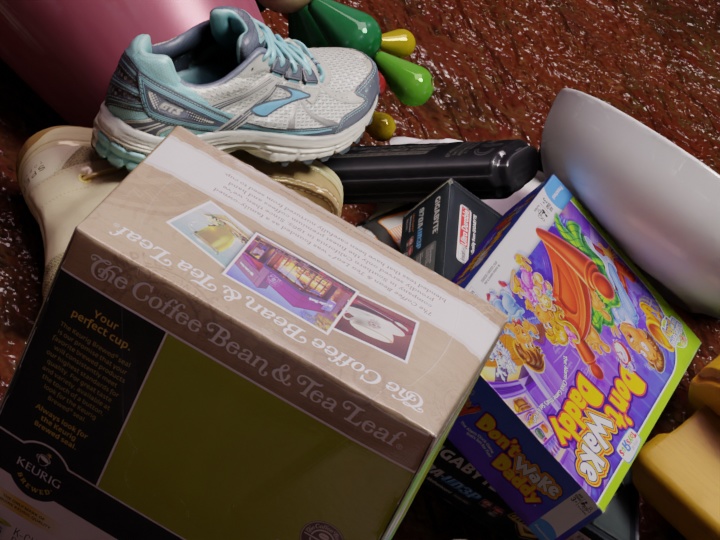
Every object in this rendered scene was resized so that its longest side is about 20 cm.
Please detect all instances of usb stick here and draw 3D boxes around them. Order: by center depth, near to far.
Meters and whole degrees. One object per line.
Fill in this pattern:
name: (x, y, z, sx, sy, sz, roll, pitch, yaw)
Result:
usb stick: (0.014, -0.059, 1.625, 0.199, 0.033, 0.055, -2, 16, 33)

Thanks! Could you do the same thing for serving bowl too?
serving bowl: (0.184, -0.025, 1.592, 0.200, 0.066, 0.200, 35, -2, 1)

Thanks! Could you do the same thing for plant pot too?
plant pot: (-0.155, -0.177, 1.641, 0.200, 0.200, 0.179, -19, 70, -49)

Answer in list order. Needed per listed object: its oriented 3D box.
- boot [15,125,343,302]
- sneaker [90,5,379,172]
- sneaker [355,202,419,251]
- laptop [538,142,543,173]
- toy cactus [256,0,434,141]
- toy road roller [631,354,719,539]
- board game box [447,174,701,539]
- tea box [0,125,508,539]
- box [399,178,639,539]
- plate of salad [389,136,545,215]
boot: (-0.095, -0.013, 1.538, 0.199, 0.073, 0.156, 8, 33, -19)
sneaker: (-0.062, -0.111, 1.555, 0.199, 0.087, 0.078, -16, 44, -39)
sneaker: (0.000, 0.000, 1.595, 0.080, 0.074, 0.200, 22, 32, -3)
laptop: (0.218, -0.064, 1.815, 0.177, 0.104, 0.200, 33, 33, 9)
toy cactus: (-0.046, -0.163, 1.727, 0.102, 0.165, 0.200, -43, 53, -12)
toy road roller: (0.230, 0.119, 1.529, 0.146, 0.200, 0.123, -35, 61, -20)
board game box: (0.106, 0.047, 1.479, 0.135, 0.045, 0.200, 48, 34, -5)
tea box: (-0.065, 0.074, 1.327, 0.199, 0.197, 0.134, 30, 33, 4)
box: (0.090, 0.064, 1.526, 0.159, 0.046, 0.201, 34, 38, -24)
plate of salad: (0.106, -0.034, 1.726, 0.199, 0.048, 0.200, 24, 12, -5)
